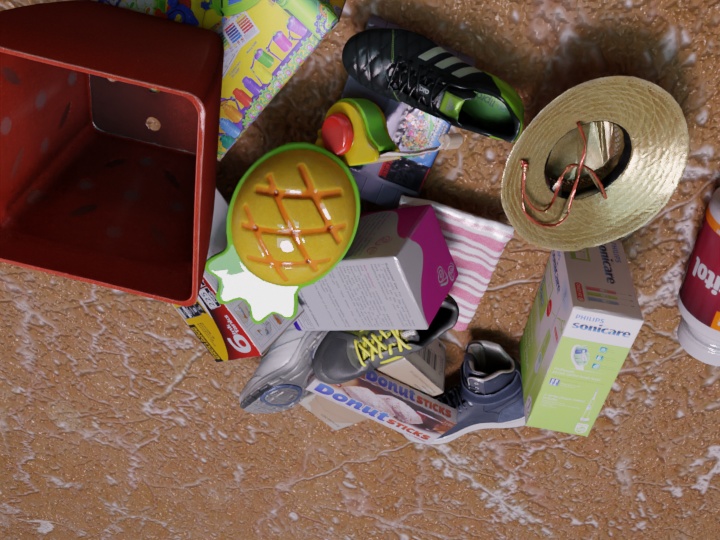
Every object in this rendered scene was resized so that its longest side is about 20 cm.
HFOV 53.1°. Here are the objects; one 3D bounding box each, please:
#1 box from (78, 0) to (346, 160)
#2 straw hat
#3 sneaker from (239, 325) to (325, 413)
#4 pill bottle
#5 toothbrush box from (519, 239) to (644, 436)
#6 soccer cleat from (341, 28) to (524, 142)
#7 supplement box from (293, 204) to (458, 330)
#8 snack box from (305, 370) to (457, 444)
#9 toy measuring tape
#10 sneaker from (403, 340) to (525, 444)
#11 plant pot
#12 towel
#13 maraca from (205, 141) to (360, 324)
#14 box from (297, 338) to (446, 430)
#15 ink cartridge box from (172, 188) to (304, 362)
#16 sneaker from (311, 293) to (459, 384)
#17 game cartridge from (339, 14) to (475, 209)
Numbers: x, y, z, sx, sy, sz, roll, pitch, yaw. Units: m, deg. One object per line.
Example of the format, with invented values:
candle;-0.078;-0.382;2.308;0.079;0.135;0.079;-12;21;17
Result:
box;-0.144;-0.258;0.697;0.191;0.123;0.199;38;124;-21
straw hat;0.236;-0.126;0.770;0.195;0.086;0.205;-2;123;-3
sneaker;-0.095;0.120;0.994;0.200;0.088;0.074;-43;135;14
pill bottle;0.435;0.009;0.832;0.110;0.114;0.204;3;128;5
toothbrush box;0.263;0.078;0.890;0.084;0.147;0.203;10;130;0
soccer cleat;0.075;-0.183;0.714;0.195;0.082;0.069;19;121;-8
supplement box;0.000;0.000;0.847;0.196;0.102;0.105;-5;124;39
snack box;0.029;0.170;0.949;0.197;0.025;0.072;28;134;-17
toy measuring tape;0.019;-0.146;0.732;0.197;0.074;0.074;0;136;48
sneaker;0.135;0.170;1.013;0.197;0.078;0.147;-15;135;14
plant pot;-0.207;-0.122;0.623;0.195;0.178;0.203;13;130;-1
towel;0.096;-0.002;0.905;0.142;0.030;0.202;13;138;-3
maraca;-0.082;-0.037;0.761;0.135;0.107;0.202;31;104;-10
box;0.014;0.144;1.001;0.198;0.079;0.095;-28;126;34
ink cartridge box;-0.189;0.006;0.870;0.174;0.084;0.202;-16;113;54
sneaker;0.031;0.073;0.864;0.197;0.085;0.076;-29;95;-9
game cartridge;0.034;-0.164;0.805;0.127;0.039;0.202;22;128;-4
